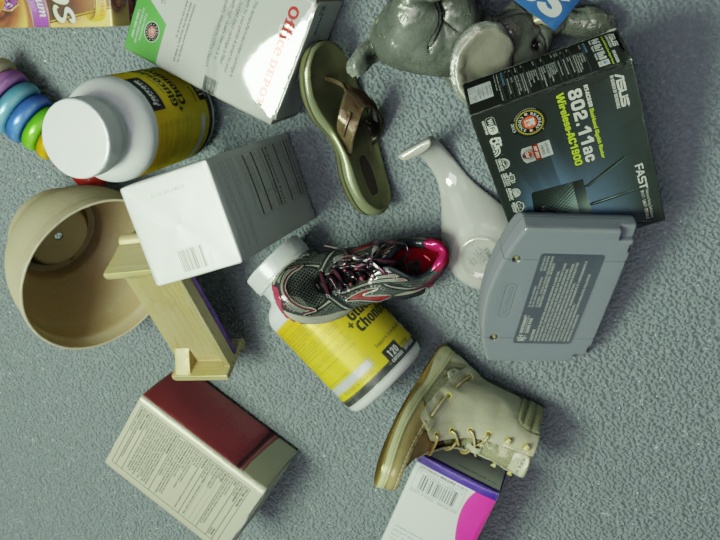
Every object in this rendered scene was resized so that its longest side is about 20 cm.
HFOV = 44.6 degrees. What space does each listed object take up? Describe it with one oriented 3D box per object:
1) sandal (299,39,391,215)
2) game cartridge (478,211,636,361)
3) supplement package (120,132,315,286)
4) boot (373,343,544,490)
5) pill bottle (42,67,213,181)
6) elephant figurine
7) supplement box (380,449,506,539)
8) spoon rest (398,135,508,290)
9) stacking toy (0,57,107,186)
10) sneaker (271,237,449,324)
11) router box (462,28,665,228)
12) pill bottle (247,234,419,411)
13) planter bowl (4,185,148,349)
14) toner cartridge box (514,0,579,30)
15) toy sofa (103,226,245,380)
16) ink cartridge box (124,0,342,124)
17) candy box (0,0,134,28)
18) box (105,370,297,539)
[{"bbox_3d":[-0.002,-0.158,0.958,0.057,0.080,0.202,-6,116,45],"label":"sandal"},{"bbox_3d":[0.192,0.019,0.908,0.132,0.042,0.201,4,135,-3],"label":"game cartridge"},{"bbox_3d":[-0.148,-0.073,0.973,0.113,0.200,0.110,-14,101,24],"label":"supplement package"},{"bbox_3d":[0.113,0.188,0.969,0.154,0.200,0.072,30,137,6],"label":"boot"},{"bbox_3d":[-0.255,-0.162,0.975,0.111,0.200,0.113,6,109,18],"label":"pill bottle"},{"bbox_3d":[0.121,-0.226,0.876,0.200,0.142,0.155,34,145,-10],"label":"elephant figurine"},{"bbox_3d":[0.092,0.298,1.059,0.101,0.103,0.201,25,112,10],"label":"supplement box"},{"bbox_3d":[0.115,-0.063,0.969,0.099,0.061,0.200,-24,111,26],"label":"spoon rest"},{"bbox_3d":[-0.397,-0.173,1.102,0.200,0.085,0.085,40,116,-1],"label":"stacking toy"},{"bbox_3d":[0.000,0.000,0.949,0.075,0.199,0.081,134,119,-67],"label":"sneaker"},{"bbox_3d":[0.200,-0.113,0.850,0.149,0.062,0.200,-18,130,13],"label":"router box"},{"bbox_3d":[-0.035,0.058,1.022,0.200,0.112,0.112,46,116,1],"label":"pill bottle"},{"bbox_3d":[-0.351,-0.022,1.083,0.135,0.200,0.201,33,118,36],"label":"planter bowl"},{"bbox_3d":[0.126,-0.314,0.782,0.200,0.043,0.095,35,137,-4],"label":"toner cartridge box"},{"bbox_3d":[-0.212,0.035,1.051,0.082,0.098,0.201,-4,133,20],"label":"toy sofa"},{"bbox_3d":[-0.141,-0.272,0.971,0.199,0.084,0.146,29,114,9],"label":"ink cartridge box"},{"bbox_3d":[-0.369,-0.350,1.046,0.199,0.056,0.117,4,107,17],"label":"candy box"},{"bbox_3d":[-0.206,0.243,1.146,0.200,0.109,0.128,36,115,6],"label":"box"}]
